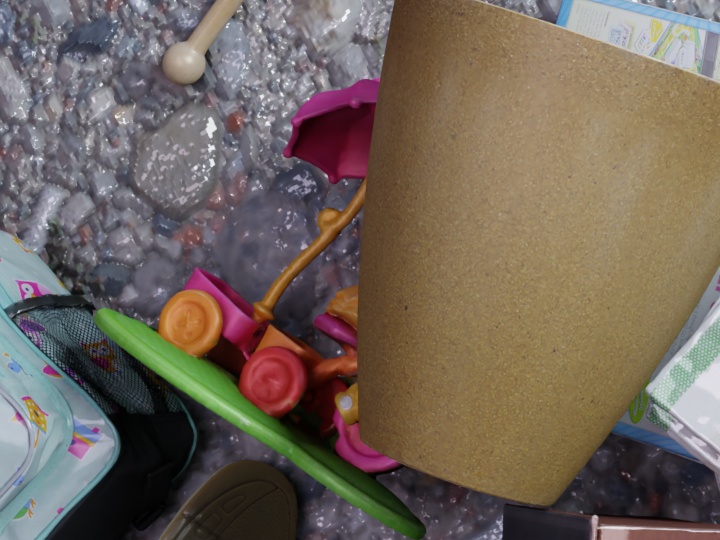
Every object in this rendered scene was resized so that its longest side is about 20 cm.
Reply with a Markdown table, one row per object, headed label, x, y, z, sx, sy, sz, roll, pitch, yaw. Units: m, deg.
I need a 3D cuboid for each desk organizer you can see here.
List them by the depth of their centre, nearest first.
| label | x | y | z | sx | sy | sz | roll | pitch | yaw |
| --- | --- | --- | --- | --- | --- | --- | --- | --- | --- |
| desk organizer | 0.117 | 0.143 | 1.260 | 0.076 | 0.200 | 0.072 | 3 | 87 | -7 |

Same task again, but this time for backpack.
| label | x | y | z | sx | sy | sz | roll | pitch | yaw |
| --- | --- | --- | --- | --- | --- | --- | --- | --- | --- |
| backpack | -0.212 | 0.072 | 1.450 | 0.176 | 0.153 | 0.200 | -49 | 62 | 19 |

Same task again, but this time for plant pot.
| label | x | y | z | sx | sy | sz | roll | pitch | yaw |
| --- | --- | --- | --- | --- | --- | --- | --- | --- | --- |
| plant pot | 0.074 | -0.005 | 1.259 | 0.186 | 0.186 | 0.201 | 19 | 93 | 24 |

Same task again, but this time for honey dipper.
| label | x | y | z | sx | sy | sz | roll | pitch | yaw |
| --- | --- | --- | --- | --- | --- | --- | --- | --- | --- |
| honey dipper | -0.040 | -0.177 | 1.451 | 0.038 | 0.038 | 0.200 | 45 | 108 | 21 |

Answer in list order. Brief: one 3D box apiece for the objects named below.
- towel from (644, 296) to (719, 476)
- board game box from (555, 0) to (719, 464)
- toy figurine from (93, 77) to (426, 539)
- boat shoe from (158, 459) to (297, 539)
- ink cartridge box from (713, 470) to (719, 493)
| label | x | y | z | sx | sy | sz | roll | pitch | yaw |
| --- | --- | --- | --- | --- | --- | --- | --- | --- | --- |
| towel | 0.233 | 0.062 | 1.216 | 0.200 | 0.031 | 0.150 | 41 | 104 | 23 |
| board game box | 0.136 | -0.023 | 1.357 | 0.134 | 0.034 | 0.201 | 17 | 94 | 25 |
| toy figurine | 0.000 | 0.000 | 1.366 | 0.200 | 0.150 | 0.185 | 34 | 91 | 29 |
| boat shoe | -0.097 | 0.187 | 1.430 | 0.071 | 0.066 | 0.202 | 26 | 82 | -19 |
| ink cartridge box | 0.253 | 0.140 | 1.263 | 0.147 | 0.086 | 0.201 | -18 | 78 | 23 |
